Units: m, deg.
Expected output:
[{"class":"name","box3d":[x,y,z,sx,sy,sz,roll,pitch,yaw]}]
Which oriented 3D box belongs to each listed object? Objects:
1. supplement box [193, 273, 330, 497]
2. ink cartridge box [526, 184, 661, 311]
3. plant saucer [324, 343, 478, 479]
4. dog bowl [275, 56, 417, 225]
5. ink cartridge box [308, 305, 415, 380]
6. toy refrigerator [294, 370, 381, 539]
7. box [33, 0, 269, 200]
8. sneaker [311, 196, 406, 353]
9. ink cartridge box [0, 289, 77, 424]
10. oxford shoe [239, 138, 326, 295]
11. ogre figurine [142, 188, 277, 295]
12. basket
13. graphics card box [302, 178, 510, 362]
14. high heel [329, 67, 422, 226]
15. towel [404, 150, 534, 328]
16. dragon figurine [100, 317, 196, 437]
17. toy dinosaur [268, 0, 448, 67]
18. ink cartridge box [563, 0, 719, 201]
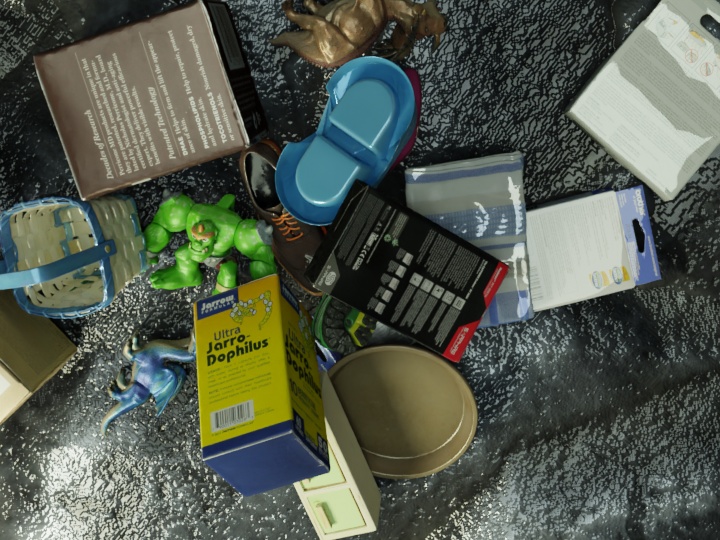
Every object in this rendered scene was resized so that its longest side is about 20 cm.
[{"class":"supplement box","box3d":[-0.110,0.126,1.311,0.108,0.202,0.109,-18,144,13]},{"class":"ink cartridge box","box3d":[0.244,-0.024,1.401,0.198,0.042,0.121,-14,99,8]},{"class":"plant saucer","box3d":[0.043,0.166,1.427,0.197,0.030,0.202,2,121,4]},{"class":"dog bowl","box3d":[-0.010,-0.140,1.329,0.111,0.050,0.201,36,96,21]},{"class":"ink cartridge box","box3d":[0.016,0.058,1.432,0.199,0.039,0.100,-34,98,10]},{"class":"toy refrigerator","box3d":[-0.044,0.225,1.417,0.075,0.070,0.201,-14,119,15]},{"class":"box","box3d":[-0.226,-0.194,1.330,0.198,0.166,0.166,-17,100,7]},{"class":"sneaker","box3d":[0.000,0.000,1.368,0.078,0.085,0.201,39,73,-22]},{"class":"ink cartridge box","box3d":[-0.448,0.069,1.394,0.075,0.165,0.200,-42,95,15]},{"class":"oxford shoe","box3d":[-0.090,-0.056,1.397,0.071,0.073,0.201,-28,98,8]},{"class":"ogre figurine","box3d":[-0.179,-0.023,1.397,0.199,0.098,0.121,29,123,27]},{"class":"basket","box3d":[-0.345,-0.013,1.335,0.175,0.199,0.141,-4,100,36]},{"class":"graphics card box","box3d":[0.051,0.002,1.301,0.199,0.051,0.126,27,95,-23]},{"class":"high heel","box3d":[0.004,-0.141,1.363,0.095,0.067,0.202,9,106,-31]},{"class":"towel","box3d":[0.127,-0.030,1.357,0.145,0.024,0.203,-8,101,-13]},{"class":"dragon figurine","box3d":[-0.250,0.138,1.451,0.099,0.059,0.202,24,100,-1]},{"class":"toy dinosaur","box3d":[-0.008,-0.273,1.348,0.198,0.086,0.136,-26,106,13]},{"class":"ink cartridge box","box3d":[0.357,-0.206,1.361,0.162,0.057,0.201,39,92,-5]}]
